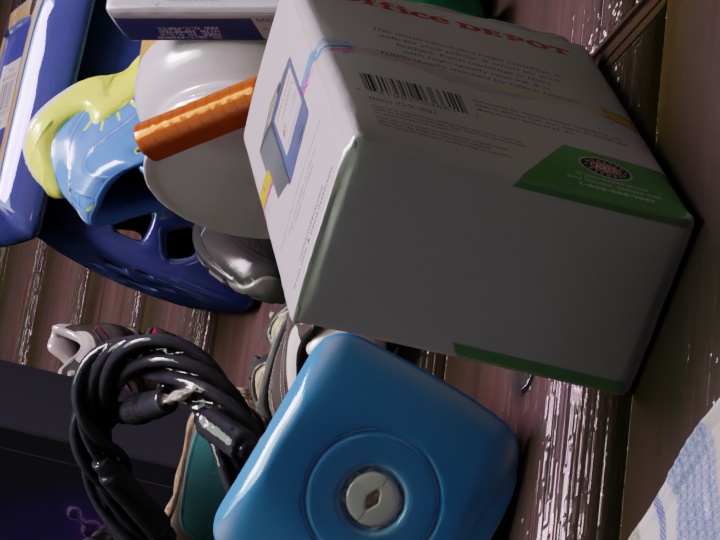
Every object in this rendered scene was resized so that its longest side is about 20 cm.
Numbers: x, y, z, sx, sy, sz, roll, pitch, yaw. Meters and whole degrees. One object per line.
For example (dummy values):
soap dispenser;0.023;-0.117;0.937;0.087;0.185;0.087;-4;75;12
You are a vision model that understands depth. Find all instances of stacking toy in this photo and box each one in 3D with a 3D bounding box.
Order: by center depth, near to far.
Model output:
stacking toy;0.002;0.089;1.380;0.116;0.109;0.200;-59;5;4

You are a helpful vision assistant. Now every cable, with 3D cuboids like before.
cable;-0.100;0.128;1.632;0.051;0.163;0.201;-38;-29;-37

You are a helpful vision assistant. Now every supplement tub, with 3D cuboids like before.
supplement tub;-0.049;-0.133;1.671;0.144;0.144;0.201;127;154;-57

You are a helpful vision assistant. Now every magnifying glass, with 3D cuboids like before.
magnifying glass;-0.027;-0.099;1.531;0.199;0.080;0.023;-22;60;23

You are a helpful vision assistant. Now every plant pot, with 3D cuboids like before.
plant pot;-0.150;-0.088;1.945;0.200;0.179;0.201;176;107;-75

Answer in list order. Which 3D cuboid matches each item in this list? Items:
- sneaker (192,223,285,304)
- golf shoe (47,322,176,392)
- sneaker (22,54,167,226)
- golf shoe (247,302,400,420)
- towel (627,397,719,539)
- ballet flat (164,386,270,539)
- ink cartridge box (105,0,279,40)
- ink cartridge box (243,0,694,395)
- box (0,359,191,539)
sneaker;-0.055;-0.052;1.757;0.200;0.075;0.080;-100;30;-58
golf shoe;-0.171;0.109;2.023;0.200;0.088;0.077;-100;29;-55
sneaker;-0.103;-0.095;1.798;0.200;0.076;0.105;-38;52;4
golf shoe;0.000;0.000;1.518;0.095;0.077;0.201;-129;46;-64
towel;0.118;0.129;1.022;0.200;0.024;0.147;117;159;-48
ballet flat;-0.087;0.155;1.733;0.201;0.070;0.065;-67;-11;21
ink cartridge box;-0.024;-0.217;1.591;0.043;0.195;0.201;54;-138;-60
ink cartridge box;0.038;-0.040;1.242;0.200;0.145;0.088;-108;33;-63
box;-0.189;0.141;1.824;0.079;0.199;0.142;-101;28;-61
